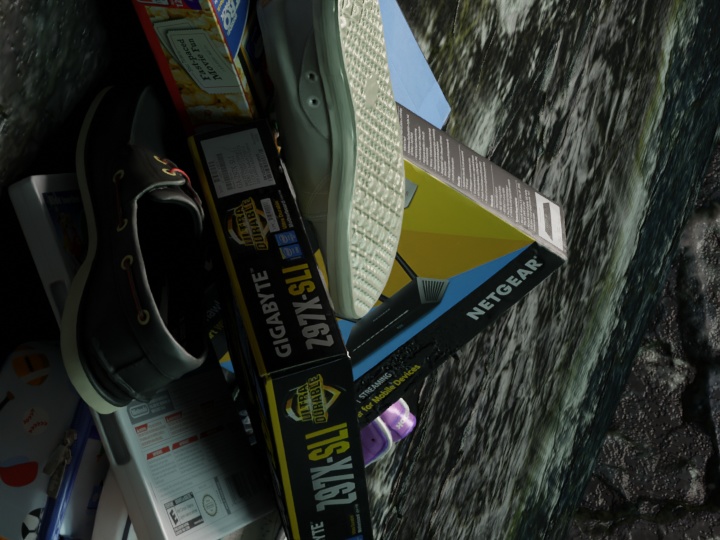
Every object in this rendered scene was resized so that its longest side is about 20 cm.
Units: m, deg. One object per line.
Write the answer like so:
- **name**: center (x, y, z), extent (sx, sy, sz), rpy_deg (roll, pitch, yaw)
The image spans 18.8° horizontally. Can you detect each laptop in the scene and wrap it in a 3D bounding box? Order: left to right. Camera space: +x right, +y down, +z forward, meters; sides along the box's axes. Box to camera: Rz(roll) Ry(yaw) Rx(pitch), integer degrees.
- **laptop**: center (0.028, -0.084, 1.388), extent (0.116, 0.200, 0.188), rpy_deg (-35, 134, -4)

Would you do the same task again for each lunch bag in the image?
- **lunch bag**: center (-0.151, 0.112, 1.200), extent (0.200, 0.075, 0.161), rpy_deg (15, 93, -75)

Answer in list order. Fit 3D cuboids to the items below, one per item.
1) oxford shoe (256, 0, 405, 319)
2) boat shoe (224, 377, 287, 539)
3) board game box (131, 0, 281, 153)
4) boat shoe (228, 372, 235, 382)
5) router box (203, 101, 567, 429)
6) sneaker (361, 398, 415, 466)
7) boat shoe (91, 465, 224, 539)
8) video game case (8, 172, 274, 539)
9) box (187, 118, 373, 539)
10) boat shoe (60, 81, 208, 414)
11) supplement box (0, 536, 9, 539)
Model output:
- **oxford shoe**: center (-0.017, -0.069, 1.134), extent (0.075, 0.057, 0.201), rpy_deg (-50, 139, -52)
- **boat shoe**: center (-0.061, 0.121, 1.291), extent (0.201, 0.075, 0.060), rpy_deg (-83, -163, -46)
- **board game box**: center (-0.058, -0.147, 1.152), extent (0.200, 0.046, 0.152), rpy_deg (71, 31, -53)
- **boat shoe**: center (-0.046, 0.053, 1.411), extent (0.061, 0.071, 0.202), rpy_deg (-46, 149, -33)
- **router box**: center (0.000, 0.000, 1.268), extent (0.200, 0.149, 0.051), rpy_deg (-42, -150, 34)
- **sneaker**: center (-0.005, 0.060, 1.500), extent (0.073, 0.114, 0.201), rpy_deg (-57, 167, -44)
- **boat shoe**: center (-0.093, 0.182, 1.162), extent (0.075, 0.086, 0.203), rpy_deg (-53, 151, -58)
- **video game case**: center (-0.110, 0.045, 1.126), extent (0.201, 0.018, 0.143), rpy_deg (69, 19, 3)
- **box**: center (-0.040, 0.046, 1.145), extent (0.201, 0.049, 0.160), rpy_deg (84, -13, -53)
- **boat shoe**: center (-0.104, -0.021, 1.084), extent (0.074, 0.063, 0.202), rpy_deg (48, 29, -39)
- **supplement box**: center (-0.190, 0.214, 1.089), extent (0.201, 0.125, 0.074), rpy_deg (90, 25, -49)
